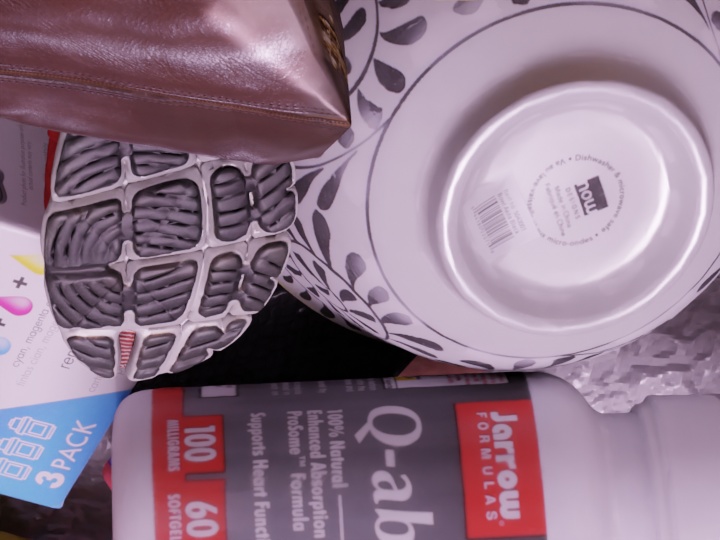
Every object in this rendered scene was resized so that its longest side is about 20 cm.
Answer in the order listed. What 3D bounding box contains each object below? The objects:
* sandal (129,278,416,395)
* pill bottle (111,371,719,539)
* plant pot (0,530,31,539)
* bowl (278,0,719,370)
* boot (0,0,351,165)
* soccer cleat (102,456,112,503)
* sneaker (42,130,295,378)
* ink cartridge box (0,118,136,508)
[{"bbox_3d":[0.000,0.000,1.027,0.200,0.045,0.075,-37,133,4],"label":"sandal"},{"bbox_3d":[0.021,0.092,0.975,0.200,0.116,0.116,-3,131,-2],"label":"pill bottle"},{"bbox_3d":[-0.163,0.167,1.063,0.142,0.200,0.200,39,119,-6],"label":"plant pot"},{"bbox_3d":[0.056,-0.040,0.931,0.201,0.094,0.201,-6,119,-11],"label":"bowl"},{"bbox_3d":[-0.099,-0.090,0.764,0.200,0.064,0.186,11,159,15],"label":"boot"},{"bbox_3d":[-0.011,0.107,1.105,0.200,0.067,0.076,38,95,-31],"label":"soccer cleat"},{"bbox_3d":[-0.063,-0.065,0.904,0.077,0.085,0.200,-3,114,-11],"label":"sneaker"},{"bbox_3d":[-0.169,-0.004,0.974,0.200,0.068,0.115,17,126,-22],"label":"ink cartridge box"}]
